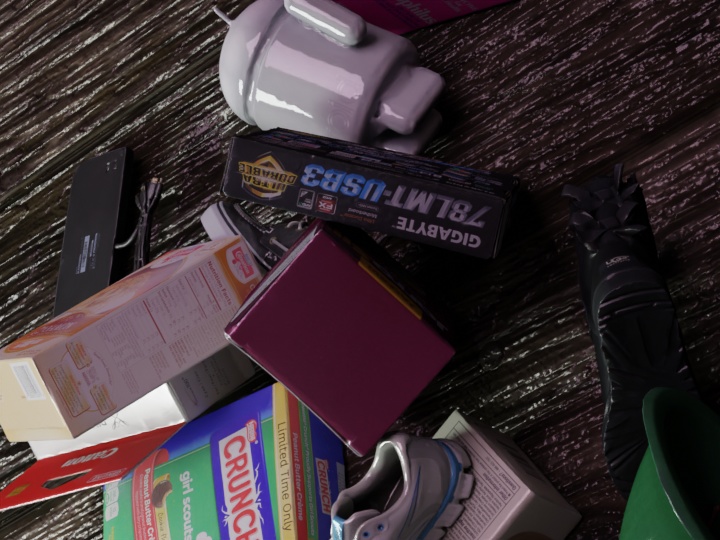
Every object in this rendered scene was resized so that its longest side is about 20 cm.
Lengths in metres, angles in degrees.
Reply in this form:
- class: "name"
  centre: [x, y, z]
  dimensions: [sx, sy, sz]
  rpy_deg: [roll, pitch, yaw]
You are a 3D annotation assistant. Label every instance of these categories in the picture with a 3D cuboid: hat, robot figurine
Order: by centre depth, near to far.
- class: "hat"
  centre: [0.175, 0.203, 1.296]
  dimensions: [0.176, 0.165, 0.201]
  rpy_deg: [-38, 44, 24]
- class: "robot figurine"
  centre: [-0.031, -0.154, 1.642]
  dimensions: [0.199, 0.170, 0.113]
  rpy_deg: [24, 49, 18]

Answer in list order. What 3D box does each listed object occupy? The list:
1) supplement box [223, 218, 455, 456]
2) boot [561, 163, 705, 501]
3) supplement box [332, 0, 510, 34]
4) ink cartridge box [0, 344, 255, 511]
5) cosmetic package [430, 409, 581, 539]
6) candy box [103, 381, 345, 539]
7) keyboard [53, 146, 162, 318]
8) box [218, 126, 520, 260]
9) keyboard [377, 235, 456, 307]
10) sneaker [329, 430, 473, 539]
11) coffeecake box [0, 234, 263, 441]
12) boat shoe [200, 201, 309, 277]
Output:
- class: "supplement box"
  centre: [-0.011, 0.037, 1.460]
  dimensions: [0.103, 0.131, 0.200]
  rpy_deg: [-47, 4, 7]
- class: "boot"
  centre: [0.186, 0.041, 1.401]
  dimensions: [0.073, 0.200, 0.163]
  rpy_deg: [-12, 28, 4]
- class: "supplement box"
  centre: [0.032, -0.266, 1.680]
  dimensions: [0.199, 0.101, 0.104]
  rpy_deg: [-14, 60, 36]
- class: "ink cartridge box"
  centre: [-0.208, 0.124, 1.649]
  dimensions: [0.199, 0.176, 0.045]
  rpy_deg: [-18, 104, 42]
- class: "cosmetic package"
  centre: [0.052, 0.212, 1.454]
  dimensions: [0.200, 0.071, 0.105]
  rpy_deg: [-51, 47, 9]
- class: "candy box"
  centre: [-0.107, 0.203, 1.591]
  dimensions: [0.199, 0.077, 0.170]
  rpy_deg: [-24, 53, 28]
- class: "keyboard"
  centre: [-0.224, -0.017, 1.826]
  dimensions: [0.126, 0.021, 0.202]
  rpy_deg: [-14, 62, 40]
- class: "box"
  centre: [0.013, -0.061, 1.479]
  dimensions: [0.198, 0.199, 0.050]
  rpy_deg: [13, 97, 5]
- class: "keyboard"
  centre: [0.000, 0.000, 1.637]
  dimensions: [0.199, 0.021, 0.128]
  rpy_deg: [23, 86, 43]
- class: "sneaker"
  centre: [-0.001, 0.198, 1.398]
  dimensions: [0.075, 0.086, 0.201]
  rpy_deg: [19, 84, 42]
- class: "coffeecake box"
  centre: [-0.186, 0.054, 1.601]
  dimensions: [0.199, 0.073, 0.153]
  rpy_deg: [-31, 10, -27]
- class: "boat shoe"
  centre: [-0.048, -0.004, 1.631]
  dimensions: [0.200, 0.072, 0.071]
  rpy_deg: [42, 97, 31]
